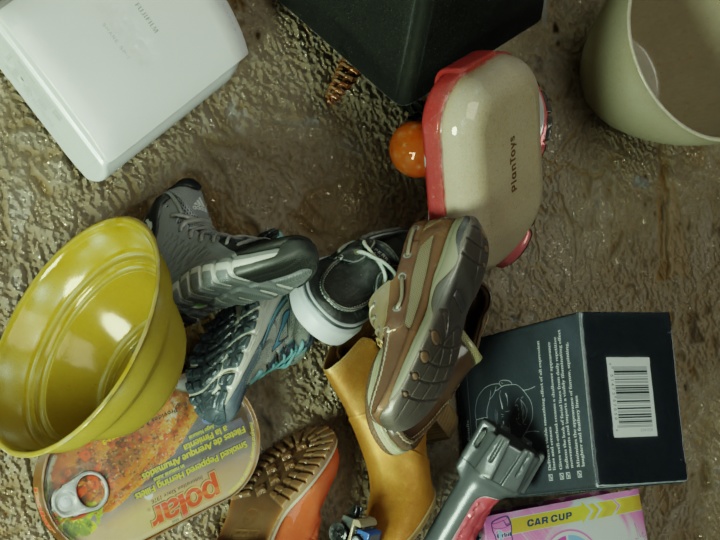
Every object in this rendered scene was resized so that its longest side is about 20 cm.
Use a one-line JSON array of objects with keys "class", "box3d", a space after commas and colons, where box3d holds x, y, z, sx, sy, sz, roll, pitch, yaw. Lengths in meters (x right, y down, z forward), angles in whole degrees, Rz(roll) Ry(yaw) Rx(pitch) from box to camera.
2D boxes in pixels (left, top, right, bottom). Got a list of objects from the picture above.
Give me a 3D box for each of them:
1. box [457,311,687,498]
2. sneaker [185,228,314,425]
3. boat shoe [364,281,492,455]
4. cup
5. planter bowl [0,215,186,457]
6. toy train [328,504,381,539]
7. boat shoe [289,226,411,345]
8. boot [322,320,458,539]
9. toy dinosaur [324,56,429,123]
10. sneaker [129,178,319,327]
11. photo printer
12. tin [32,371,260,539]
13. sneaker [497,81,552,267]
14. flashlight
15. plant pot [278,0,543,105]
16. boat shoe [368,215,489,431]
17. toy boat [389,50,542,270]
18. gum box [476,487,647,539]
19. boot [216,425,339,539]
[{"class": "box", "box3d": [0.183, 0.125, 1.379, 0.106, 0.199, 0.150, 1, 79, -31]}, {"class": "sneaker", "box3d": [-0.078, 0.057, 1.292, 0.086, 0.077, 0.201, 44, 43, -24]}, {"class": "boat shoe", "box3d": [0.065, 0.073, 1.319, 0.075, 0.074, 0.203, 51, 37, -22]}, {"class": "cup", "box3d": [0.303, -0.210, 1.554, 0.198, 0.143, 0.203, 7, 75, -29]}, {"class": "planter bowl", "box3d": [-0.195, 0.066, 1.187, 0.083, 0.199, 0.202, 35, 63, -37]}, {"class": "toy train", "box3d": [-0.018, 0.295, 1.277, 0.034, 0.045, 0.202, 5, 99, -60]}, {"class": "boat shoe", "box3d": [0.000, 0.000, 1.322, 0.072, 0.071, 0.200, 47, 25, -1]}, {"class": "boot", "box3d": [0.010, 0.141, 1.335, 0.144, 0.070, 0.202, 50, 42, -23]}, {"class": "toy dinosaur", "box3d": [0.043, -0.203, 1.448, 0.199, 0.102, 0.136, -38, 84, -12]}, {"class": "sneaker", "box3d": [-0.121, -0.028, 1.244, 0.075, 0.199, 0.117, 19, 60, -50]}, {"class": "photo printer", "box3d": [-0.199, -0.197, 1.300, 0.200, 0.069, 0.167, -42, 101, -30]}, {"class": "tin", "box3d": [-0.174, 0.158, 1.259, 0.199, 0.042, 0.113, -23, 87, -32]}, {"class": "sneaker", "box3d": [0.126, -0.109, 1.470, 0.086, 0.074, 0.202, 16, 72, -25]}, {"class": "flashlight", "box3d": [0.091, 0.232, 1.327, 0.067, 0.068, 0.201, 20, 103, -47]}, {"class": "plant pot", "box3d": [0.052, -0.305, 1.362, 0.199, 0.178, 0.200, -35, 67, -30]}, {"class": "boat shoe", "box3d": [0.044, 0.041, 1.268, 0.201, 0.071, 0.076, -66, 150, -29]}, {"class": "toy boat", "box3d": [0.082, -0.099, 1.368, 0.130, 0.130, 0.202, -33, 129, -41]}, {"class": "gum box", "box3d": [0.183, 0.272, 1.425, 0.198, 0.066, 0.115, -4, 83, -31]}, {"class": "boot", "box3d": [-0.065, 0.228, 1.298, 0.108, 0.075, 0.201, 56, 51, -32]}]
